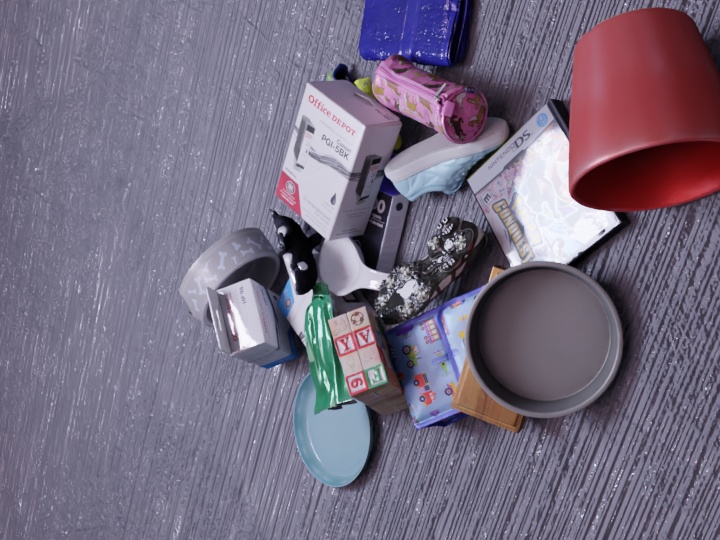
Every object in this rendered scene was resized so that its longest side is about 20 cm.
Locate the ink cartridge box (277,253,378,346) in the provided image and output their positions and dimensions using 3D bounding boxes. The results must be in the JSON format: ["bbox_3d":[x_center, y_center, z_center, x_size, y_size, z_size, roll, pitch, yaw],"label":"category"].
[{"bbox_3d":[-0.047,0.078,1.587,0.200,0.067,0.116,52,126,35],"label":"ink cartridge box"}]

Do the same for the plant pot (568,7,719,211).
[{"bbox_3d":[0.325,-0.184,1.093,0.200,0.199,0.179,-24,64,45],"label":"plant pot"}]

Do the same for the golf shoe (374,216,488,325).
[{"bbox_3d":[0.105,0.010,1.379,0.200,0.088,0.078,-45,61,25],"label":"golf shoe"}]

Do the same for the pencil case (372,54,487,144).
[{"bbox_3d":[0.095,-0.246,1.366,0.200,0.082,0.087,39,147,51],"label":"pencil case"}]

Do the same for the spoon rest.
[{"bbox_3d":[0.000,0.000,1.482,0.199,0.060,0.100,15,102,43],"label":"spoon rest"}]

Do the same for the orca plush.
[{"bbox_3d":[-0.092,-0.038,1.559,0.200,0.071,0.106,-114,6,-63],"label":"orca plush"}]

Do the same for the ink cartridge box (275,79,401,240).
[{"bbox_3d":[-0.038,-0.171,1.475,0.147,0.082,0.201,40,126,33],"label":"ink cartridge box"}]

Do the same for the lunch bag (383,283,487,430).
[{"bbox_3d":[0.154,0.120,1.367,0.199,0.094,0.152,-29,71,29],"label":"lunch bag"}]

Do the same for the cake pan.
[{"bbox_3d":[0.233,0.087,1.229,0.198,0.037,0.202,1,96,13],"label":"cake pan"}]

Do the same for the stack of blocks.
[{"bbox_3d":[0.021,0.138,1.418,0.058,0.200,0.116,-21,69,9],"label":"stack of blocks"}]

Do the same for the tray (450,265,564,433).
[{"bbox_3d":[0.197,0.105,1.283,0.098,0.037,0.202,19,101,19],"label":"tray"}]

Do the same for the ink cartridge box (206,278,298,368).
[{"bbox_3d":[-0.181,0.089,1.629,0.067,0.200,0.117,-20,72,12],"label":"ink cartridge box"}]

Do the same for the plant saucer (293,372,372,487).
[{"bbox_3d":[-0.043,0.260,1.616,0.199,0.027,0.202,2,93,48],"label":"plant saucer"}]

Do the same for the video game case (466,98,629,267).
[{"bbox_3d":[0.245,-0.095,1.292,0.181,0.025,0.201,-44,59,39],"label":"video game case"}]

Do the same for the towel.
[{"bbox_3d":[0.085,-0.386,1.454,0.199,0.049,0.149,16,99,45],"label":"towel"}]

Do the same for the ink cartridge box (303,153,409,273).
[{"bbox_3d":[-0.006,-0.105,1.558,0.198,0.043,0.202,28,110,44],"label":"ink cartridge box"}]

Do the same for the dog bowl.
[{"bbox_3d":[-0.226,0.018,1.700,0.059,0.199,0.201,43,122,21],"label":"dog bowl"}]

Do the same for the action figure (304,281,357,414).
[{"bbox_3d":[-0.049,0.114,1.498,0.118,0.054,0.202,-27,68,49],"label":"action figure"}]

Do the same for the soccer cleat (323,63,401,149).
[{"bbox_3d":[0.003,-0.263,1.533,0.200,0.064,0.084,46,114,36],"label":"soccer cleat"}]

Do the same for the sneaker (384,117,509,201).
[{"bbox_3d":[0.137,-0.158,1.395,0.199,0.082,0.074,-17,35,33],"label":"sneaker"}]
